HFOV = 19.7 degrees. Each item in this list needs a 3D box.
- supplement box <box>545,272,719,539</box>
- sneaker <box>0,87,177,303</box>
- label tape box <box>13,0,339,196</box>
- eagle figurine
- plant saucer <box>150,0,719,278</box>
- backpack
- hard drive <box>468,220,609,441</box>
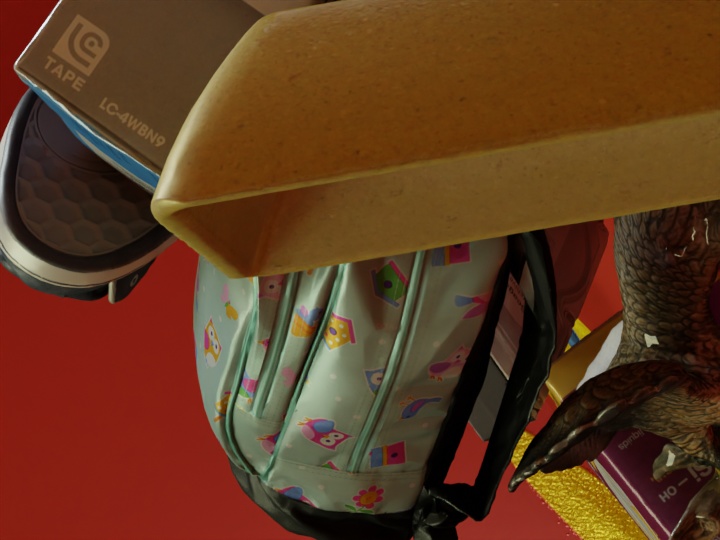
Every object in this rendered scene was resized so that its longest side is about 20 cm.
[{"bbox_3d":[0.191,0.111,1.008,0.200,0.103,0.131,52,177,23],"label":"supplement box"},{"bbox_3d":[-0.104,-0.022,0.788,0.077,0.146,0.202,26,-143,-7],"label":"sneaker"},{"bbox_3d":[-0.013,-0.112,0.638,0.066,0.200,0.143,36,177,4],"label":"label tape box"},{"bbox_3d":[0.130,0.035,0.859,0.200,0.151,0.152,39,-160,-45],"label":"eagle figurine"},{"bbox_3d":[0.051,-0.044,0.555,0.200,0.200,0.048,67,-166,-85],"label":"plant saucer"},{"bbox_3d":[0.000,0.000,0.805,0.200,0.127,0.167,107,157,-51],"label":"backpack"},{"bbox_3d":[0.063,-0.022,1.071,0.140,0.038,0.200,55,-149,-14],"label":"hard drive"}]
